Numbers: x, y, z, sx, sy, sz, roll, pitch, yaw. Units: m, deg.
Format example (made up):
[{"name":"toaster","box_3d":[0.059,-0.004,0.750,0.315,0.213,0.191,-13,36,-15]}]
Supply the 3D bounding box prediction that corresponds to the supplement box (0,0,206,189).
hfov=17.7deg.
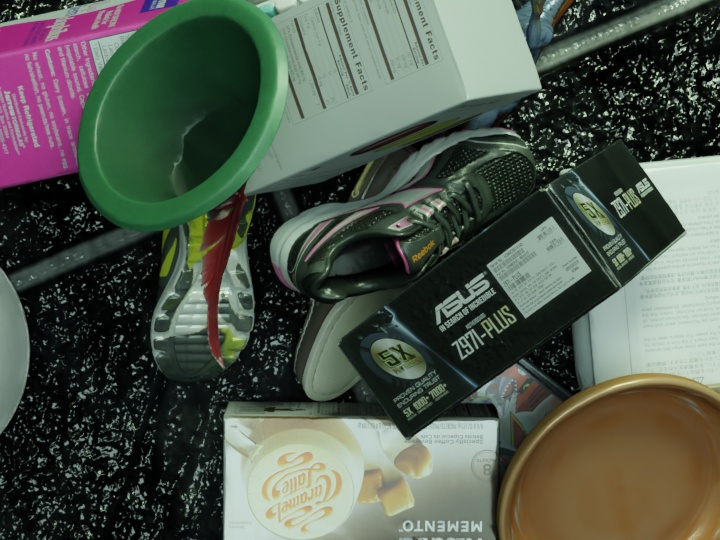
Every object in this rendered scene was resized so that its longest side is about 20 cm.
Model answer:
[{"name":"supplement box","box_3d":[-0.211,-0.129,1.663,0.200,0.101,0.104,-11,110,5]}]

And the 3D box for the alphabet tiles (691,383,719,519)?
[{"name":"alphabet tiles","box_3d":[0.214,0.161,1.698,0.200,0.008,0.168,-5,117,-10]}]

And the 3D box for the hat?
[{"name":"hat","box_3d":[-0.086,-0.072,1.606,0.200,0.176,0.166,-30,56,21]}]

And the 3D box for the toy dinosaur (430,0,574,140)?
[{"name":"toy dinosaur","box_3d":[0.103,-0.168,1.713,0.181,0.200,0.105,-37,53,-19]}]

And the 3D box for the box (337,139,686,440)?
[{"name":"box","box_3d":[0.107,0.011,1.602,0.200,0.164,0.086,-38,87,28]}]

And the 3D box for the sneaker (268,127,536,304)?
[{"name":"sneaker","box_3d":[0.040,-0.026,1.622,0.200,0.086,0.080,-30,116,-4]}]

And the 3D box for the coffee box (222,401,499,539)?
[{"name":"coffee box","box_3d":[0.000,0.156,1.682,0.200,0.080,0.115,1,94,-1]}]

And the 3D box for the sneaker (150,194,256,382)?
[{"name":"sneaker","box_3d":[-0.113,-0.013,1.707,0.074,0.085,0.200,7,114,-12]}]

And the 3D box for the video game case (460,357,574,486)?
[{"name":"video game case","box_3d":[0.102,0.162,1.736,0.200,0.026,0.181,38,92,-2]}]

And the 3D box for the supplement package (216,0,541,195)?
[{"name":"supplement package","box_3d":[0.005,-0.139,1.615,0.200,0.114,0.110,-21,87,33]}]

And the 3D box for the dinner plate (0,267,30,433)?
[{"name":"dinner plate","box_3d":[-0.349,0.060,1.730,0.200,0.024,0.201,0,93,-1]}]

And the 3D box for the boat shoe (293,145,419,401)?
[{"name":"boat shoe","box_3d":[0.000,0.000,1.710,0.059,0.072,0.200,36,106,39]}]

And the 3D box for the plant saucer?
[{"name":"plant saucer","box_3d":[0.190,0.159,1.661,0.200,0.037,0.201,-7,117,-14]}]

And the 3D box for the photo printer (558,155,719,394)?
[{"name":"photo printer","box_3d":[0.236,0.017,1.705,0.166,0.069,0.200,-6,93,-5]}]

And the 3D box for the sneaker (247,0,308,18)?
[{"name":"sneaker","box_3d":[-0.011,-0.243,1.702,0.200,0.078,0.091,-26,77,-3]}]
